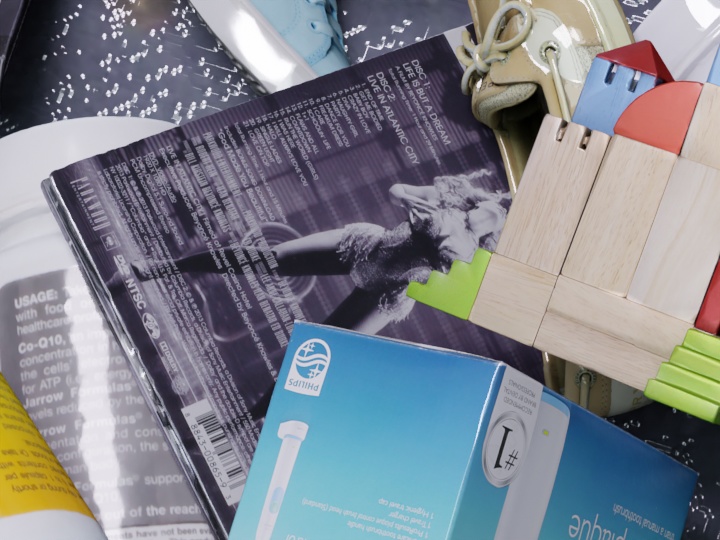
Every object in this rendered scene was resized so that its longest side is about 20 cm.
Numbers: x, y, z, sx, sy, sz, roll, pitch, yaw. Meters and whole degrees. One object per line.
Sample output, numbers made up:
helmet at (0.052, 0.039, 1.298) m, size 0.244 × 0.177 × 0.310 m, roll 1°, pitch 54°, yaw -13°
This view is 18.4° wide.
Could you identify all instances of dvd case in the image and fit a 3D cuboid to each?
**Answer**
dvd case at (0.000, 0.000, 0.823) m, size 0.199 × 0.016 × 0.149 m, roll -23°, pitch 80°, yaw -30°

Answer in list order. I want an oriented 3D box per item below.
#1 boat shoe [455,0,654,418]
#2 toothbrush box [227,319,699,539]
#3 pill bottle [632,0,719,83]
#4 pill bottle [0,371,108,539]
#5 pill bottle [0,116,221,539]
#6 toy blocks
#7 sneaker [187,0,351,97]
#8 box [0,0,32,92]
boat shoe at (0.070, -0.045, 0.826) m, size 0.063 × 0.073 × 0.201 m, roll -17°, pitch 87°, yaw -16°
toothbrush box at (0.020, 0.136, 0.726) m, size 0.085 × 0.146 × 0.201 m, roll 11°, pitch 78°, yaw 37°
pill bottle at (0.185, -0.023, 0.814) m, size 0.112 × 0.112 × 0.200 m, roll -37°, pitch 71°, yaw -4°
pill bottle at (-0.148, 0.088, 0.722) m, size 0.113 × 0.113 × 0.200 m, roll -35°, pitch 64°, yaw -3°
pill bottle at (-0.093, 0.052, 0.834) m, size 0.113 × 0.114 × 0.201 m, roll -9°, pitch 72°, yaw 6°
toy blocks at (0.132, -0.019, 0.736) m, size 0.199 × 0.100 × 0.137 m, roll 21°, pitch 93°, yaw 26°
sneaker at (-0.034, -0.129, 0.901) m, size 0.082 × 0.074 × 0.200 m, roll -36°, pitch 71°, yaw 2°
box at (-0.222, -0.152, 0.895) m, size 0.199 × 0.036 × 0.143 m, roll 17°, pitch 49°, yaw -8°
